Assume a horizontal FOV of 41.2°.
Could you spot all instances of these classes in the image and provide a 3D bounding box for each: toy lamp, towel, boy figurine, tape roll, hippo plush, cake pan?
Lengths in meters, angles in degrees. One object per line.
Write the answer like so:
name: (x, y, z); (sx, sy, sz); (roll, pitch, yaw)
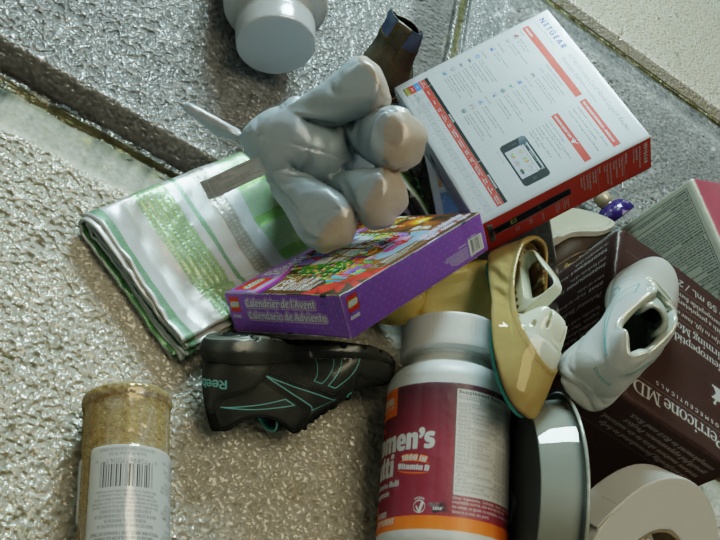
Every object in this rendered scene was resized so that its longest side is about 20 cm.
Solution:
toy lamp: (0.264, -0.145, 1.211); (0.058, 0.058, 0.201); (-30, 83, -44)
towel: (-0.131, -0.024, 0.852); (0.200, 0.031, 0.150); (-32, 84, -45)
boy figurine: (0.093, 0.031, 0.924); (0.198, 0.064, 0.126); (-2, 91, -13)
tape roll: (0.240, 0.272, 0.844); (0.201, 0.037, 0.205); (-8, 104, -32)
hippo plush: (-0.030, -0.087, 0.884); (0.161, 0.198, 0.161); (38, 37, -79)
cake pan: (0.141, 0.200, 0.801); (0.036, 0.201, 0.202); (8, 54, -5)

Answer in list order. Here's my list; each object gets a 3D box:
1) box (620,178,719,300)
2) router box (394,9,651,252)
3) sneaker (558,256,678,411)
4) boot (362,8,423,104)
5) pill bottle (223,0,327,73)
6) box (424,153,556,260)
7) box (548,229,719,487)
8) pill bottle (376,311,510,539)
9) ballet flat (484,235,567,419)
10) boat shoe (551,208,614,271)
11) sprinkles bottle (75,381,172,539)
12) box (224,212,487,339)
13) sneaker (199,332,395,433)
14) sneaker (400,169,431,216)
box: (0.430, 0.007, 1.181); (0.108, 0.128, 0.201); (3, 60, -36)
router box: (0.153, -0.140, 0.933); (0.178, 0.049, 0.201); (-26, 55, 1)
sneaker: (0.244, 0.043, 0.823); (0.070, 0.080, 0.200); (43, 45, 2)
boot: (0.044, -0.236, 1.048); (0.074, 0.097, 0.200); (36, 26, -3)
pill bottle: (-0.090, -0.311, 1.017); (0.111, 0.112, 0.201); (15, 53, -29)
box: (0.128, -0.106, 1.012); (0.102, 0.112, 0.201); (64, 14, -55)
box: (0.254, 0.106, 0.956); (0.165, 0.164, 0.201); (33, 47, -14)
pill bottle: (0.073, 0.145, 0.815); (0.109, 0.109, 0.202); (19, 61, -26)
ballet flat: (0.143, 0.036, 0.814); (0.069, 0.063, 0.201); (43, 28, -29)
boat shoe: (0.225, -0.027, 1.100); (0.072, 0.060, 0.199); (24, 27, 36)
sprinkles bottle: (-0.164, 0.180, 0.662); (0.068, 0.068, 0.201); (13, 54, -29)
box: (0.000, 0.000, 0.831); (0.199, 0.136, 0.039); (-30, 111, -44)
sneaker: (-0.053, 0.096, 0.816); (0.199, 0.075, 0.080); (7, 85, -40)
sneaker: (0.044, -0.083, 0.998); (0.088, 0.077, 0.201); (-11, 71, -50)
